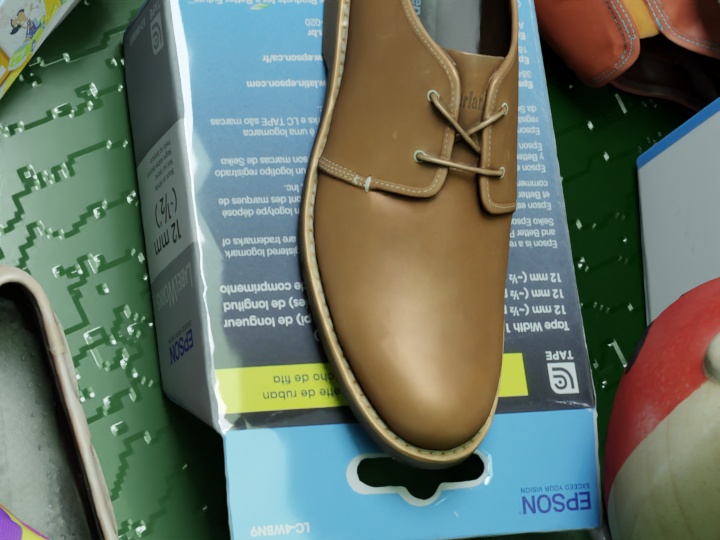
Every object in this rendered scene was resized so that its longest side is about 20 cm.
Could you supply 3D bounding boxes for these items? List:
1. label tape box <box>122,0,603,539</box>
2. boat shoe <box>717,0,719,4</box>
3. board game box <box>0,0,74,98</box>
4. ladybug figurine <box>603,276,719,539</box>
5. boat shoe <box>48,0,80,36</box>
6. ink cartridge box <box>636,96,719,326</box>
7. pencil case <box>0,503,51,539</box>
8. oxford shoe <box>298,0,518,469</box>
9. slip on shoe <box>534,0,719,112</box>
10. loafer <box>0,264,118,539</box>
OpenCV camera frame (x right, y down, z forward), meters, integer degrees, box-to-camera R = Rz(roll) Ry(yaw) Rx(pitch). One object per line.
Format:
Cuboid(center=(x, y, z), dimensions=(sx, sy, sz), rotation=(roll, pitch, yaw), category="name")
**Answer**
Cuboid(center=(0.000, 0.000, 0.828), dimensions=(0.142, 0.066, 0.202), rotation=(-2, 77, -23), category="label tape box")
Cuboid(center=(0.154, -0.175, 0.852), dimensions=(0.075, 0.060, 0.202), rotation=(-6, 72, -5), category="boat shoe")
Cuboid(center=(-0.200, -0.089, 0.719), dimensions=(0.199, 0.034, 0.135), rotation=(31, 81, 20), category="board game box")
Cuboid(center=(0.141, 0.058, 0.813), dimensions=(0.135, 0.200, 0.072), rotation=(-31, 59, -1), category="ladybug figurine")
Cuboid(center=(-0.119, -0.093, 0.812), dimensions=(0.200, 0.067, 0.057), rotation=(-42, 108, -23), category="boat shoe")
Cuboid(center=(0.225, -0.019, 0.879), dimensions=(0.199, 0.146, 0.085), rotation=(4, 71, -21), category="ink cartridge box")
Cuboid(center=(-0.161, 0.072, 0.700), dimensions=(0.199, 0.089, 0.088), rotation=(36, 63, 11), category="pencil case")
Cuboid(center=(0.022, -0.037, 0.774), dimensions=(0.071, 0.071, 0.202), rotation=(3, 75, -23), category="oxford shoe")
Cuboid(center=(0.093, -0.104, 0.896), dimensions=(0.199, 0.074, 0.062), rotation=(23, 70, -20), category="slip on shoe")
Cuboid(center=(-0.107, 0.097, 0.753), dimensions=(0.071, 0.063, 0.201), rotation=(-9, 77, -24), category="loafer")
